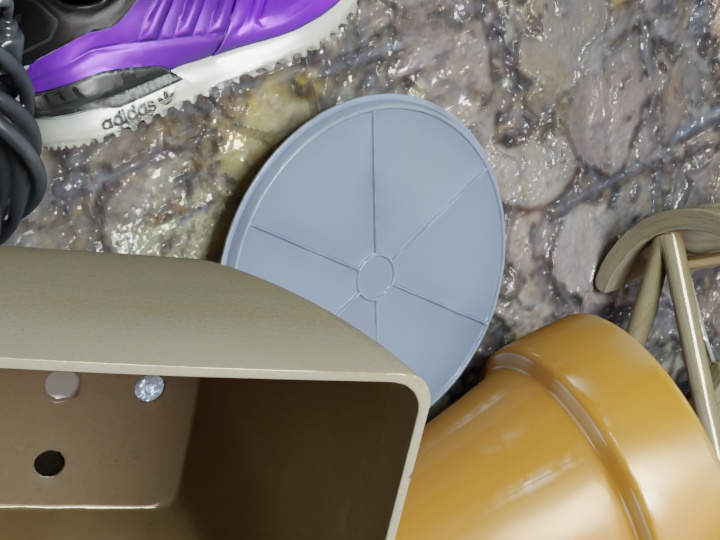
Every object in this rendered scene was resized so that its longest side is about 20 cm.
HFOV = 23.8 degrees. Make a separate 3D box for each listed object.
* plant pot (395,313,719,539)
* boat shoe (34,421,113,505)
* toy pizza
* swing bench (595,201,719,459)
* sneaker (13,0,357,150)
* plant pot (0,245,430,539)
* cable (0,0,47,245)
[{"bbox_3d":[0.084,0.151,0.968,0.182,0.200,0.201,-23,118,-19],"label":"plant pot"},{"bbox_3d":[-0.096,0.130,0.887,0.200,0.064,0.071,42,76,-39],"label":"boat shoe"},{"bbox_3d":[0.000,0.000,0.948,0.199,0.032,0.201,-13,112,-35],"label":"toy pizza"},{"bbox_3d":[0.260,0.043,1.115,0.198,0.129,0.201,-7,102,-37],"label":"swing bench"},{"bbox_3d":[-0.083,-0.139,0.813,0.200,0.069,0.100,-31,119,-29],"label":"sneaker"},{"bbox_3d":[-0.111,0.087,0.713,0.199,0.177,0.201,4,114,-22],"label":"plant pot"},{"bbox_3d":[-0.233,-0.048,0.710,0.199,0.051,0.164,-12,138,-19],"label":"cable"}]
